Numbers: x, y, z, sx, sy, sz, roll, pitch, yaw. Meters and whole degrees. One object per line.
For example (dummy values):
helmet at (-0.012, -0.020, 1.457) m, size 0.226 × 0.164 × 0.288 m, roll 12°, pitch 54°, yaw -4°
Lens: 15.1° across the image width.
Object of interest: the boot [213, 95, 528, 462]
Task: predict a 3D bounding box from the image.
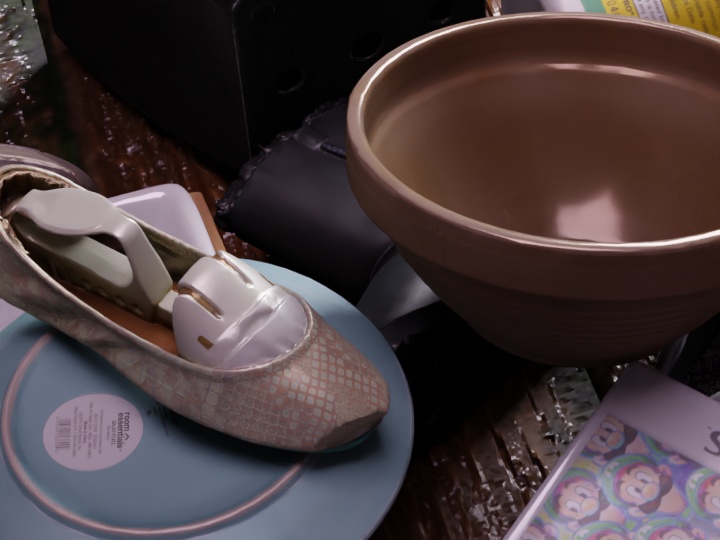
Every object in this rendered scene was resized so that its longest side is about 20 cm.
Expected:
boot at (0.000, 0.000, 1.234) m, size 0.162 × 0.074 × 0.198 m, roll 32°, pitch 50°, yaw 33°

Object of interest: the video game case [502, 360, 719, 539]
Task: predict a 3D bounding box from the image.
video game case at (0.123, 0.152, 1.047) m, size 0.182 × 0.024 × 0.200 m, roll 28°, pitch 73°, yaw 33°

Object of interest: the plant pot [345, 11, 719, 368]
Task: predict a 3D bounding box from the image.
plant pot at (0.092, -0.023, 1.134) m, size 0.200 × 0.093 × 0.201 m, roll 1°, pitch 31°, yaw -1°

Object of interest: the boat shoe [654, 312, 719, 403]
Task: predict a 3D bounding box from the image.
boat shoe at (0.179, 0.012, 1.189) m, size 0.072 × 0.069 × 0.200 m, roll 23°, pitch 53°, yaw 30°

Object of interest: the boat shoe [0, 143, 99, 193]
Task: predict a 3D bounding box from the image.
boat shoe at (-0.218, -0.006, 1.291) m, size 0.199 × 0.075 × 0.074 m, roll -8°, pitch 53°, yaw 15°

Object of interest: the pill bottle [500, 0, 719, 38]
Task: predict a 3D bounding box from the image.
pill bottle at (0.178, -0.128, 1.303) m, size 0.199 × 0.113 × 0.113 m, roll -19°, pitch 44°, yaw -10°

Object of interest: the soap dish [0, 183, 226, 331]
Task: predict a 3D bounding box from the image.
soap dish at (-0.142, 0.054, 1.197) m, size 0.199 × 0.081 × 0.158 m, roll -18°, pitch 44°, yaw -7°

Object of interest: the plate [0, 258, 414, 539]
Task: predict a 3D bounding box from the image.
plate at (-0.078, 0.061, 1.104) m, size 0.199 × 0.026 × 0.201 m, roll -3°, pitch 47°, yaw 3°

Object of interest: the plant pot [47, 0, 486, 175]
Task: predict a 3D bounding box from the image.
plant pot at (-0.039, -0.163, 1.336) m, size 0.199 × 0.200 × 0.178 m, roll -25°, pitch 55°, yaw -15°

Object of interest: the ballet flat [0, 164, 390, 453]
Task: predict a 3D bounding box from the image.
ballet flat at (-0.079, 0.013, 1.089) m, size 0.199 × 0.063 × 0.068 m, roll 23°, pitch 53°, yaw 25°
